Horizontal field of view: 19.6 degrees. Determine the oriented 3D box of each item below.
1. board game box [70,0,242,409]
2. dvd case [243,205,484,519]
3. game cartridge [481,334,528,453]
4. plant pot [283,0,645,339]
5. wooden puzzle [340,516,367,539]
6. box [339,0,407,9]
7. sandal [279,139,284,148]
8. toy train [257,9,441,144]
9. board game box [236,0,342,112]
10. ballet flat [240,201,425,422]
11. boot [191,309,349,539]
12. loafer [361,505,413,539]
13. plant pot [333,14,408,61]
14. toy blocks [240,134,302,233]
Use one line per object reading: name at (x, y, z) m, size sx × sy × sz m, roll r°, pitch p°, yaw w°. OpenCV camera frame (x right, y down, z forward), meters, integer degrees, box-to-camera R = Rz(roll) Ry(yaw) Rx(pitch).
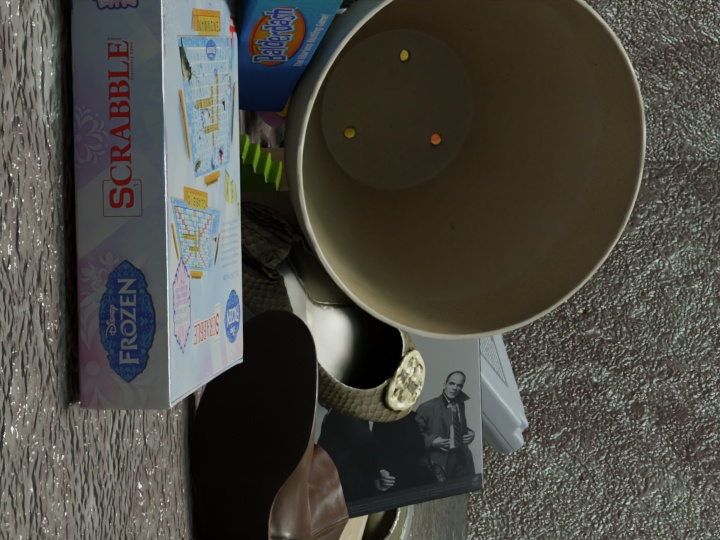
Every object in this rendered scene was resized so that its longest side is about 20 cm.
board game box at (-0.088, -0.048, 0.936) m, size 0.200 × 0.041 × 0.201 m, roll -23°, pitch 113°, yaw -84°
dvd case at (0.001, 0.063, 1.272) m, size 0.025 × 0.149 × 0.201 m, roll -120°, pitch -158°, yaw -57°
game cartridge at (0.060, 0.024, 1.498) m, size 0.133 × 0.041 × 0.201 m, roll 46°, pitch 19°, yaw -35°
plant pot at (0.040, -0.078, 1.163) m, size 0.134 × 0.199 × 0.202 m, roll -140°, pitch -135°, yaw -65°
wooden puzzle at (-0.010, 0.141, 1.465) m, size 0.185 × 0.046 × 0.201 m, roll -31°, pitch 142°, yaw -79°
box at (-0.026, -0.251, 1.204) m, size 0.035 × 0.109 × 0.202 m, roll 65°, pitch 26°, yaw -76°
sandal at (-0.028, -0.039, 1.438) m, size 0.200 × 0.048 × 0.076 m, roll 75°, pitch 16°, yaw -82°
toy train at (0.010, -0.122, 1.274) m, size 0.151 × 0.199 × 0.056 m, roll 118°, pitch -22°, yaw -47°
board game box at (-0.041, -0.186, 1.050) m, size 0.200 × 0.045 × 0.153 m, roll 129°, pitch -39°, yaw -68°
ballet flat at (-0.017, 0.027, 1.182) m, size 0.200 × 0.046 × 0.068 m, roll 47°, pitch 59°, yaw -40°
boot at (-0.040, 0.111, 1.193) m, size 0.200 × 0.064 × 0.188 m, roll -4°, pitch 108°, yaw -76°
loafer at (-0.003, 0.134, 1.640) m, size 0.070 × 0.075 × 0.201 m, roll 48°, pitch 36°, yaw -63°
plant pot at (0.017, -0.186, 1.375) m, size 0.142 × 0.199 × 0.201 m, roll -42°, pitch 139°, yaw -43°
toy blocks at (0.000, 0.000, 1.307) m, size 0.100 × 0.136 × 0.201 m, roll -81°, pitch 168°, yaw -56°
